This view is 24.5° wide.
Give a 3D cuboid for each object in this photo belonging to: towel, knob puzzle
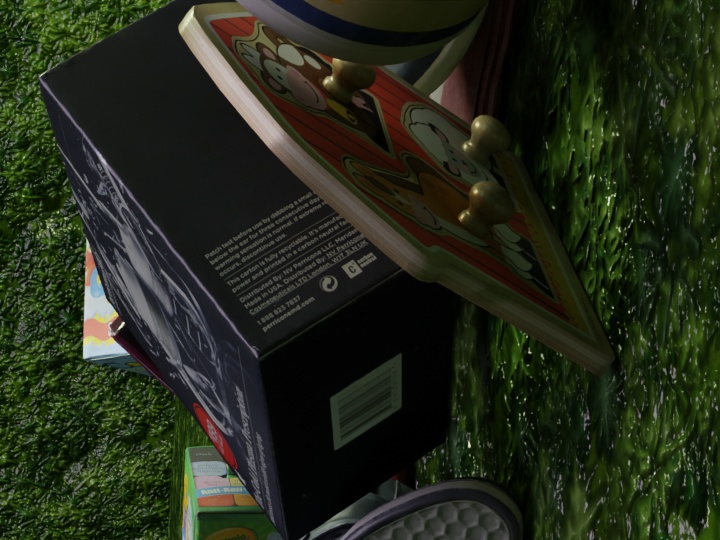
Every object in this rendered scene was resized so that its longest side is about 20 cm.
[{"bbox_3d":[0.028,-0.132,0.904,0.200,0.023,0.144,-126,36,-49],"label":"towel"},{"bbox_3d":[0.015,-0.059,0.691,0.030,0.219,0.220,-50,26,21],"label":"knob puzzle"}]

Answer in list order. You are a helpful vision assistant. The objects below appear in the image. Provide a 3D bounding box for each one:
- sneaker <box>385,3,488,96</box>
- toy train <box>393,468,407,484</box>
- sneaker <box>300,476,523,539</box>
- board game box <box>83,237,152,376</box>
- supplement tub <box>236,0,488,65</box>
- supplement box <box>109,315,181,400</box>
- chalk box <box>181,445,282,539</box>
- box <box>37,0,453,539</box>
[{"bbox_3d":[0.023,-0.179,0.783,0.075,0.084,0.201,39,119,55],"label":"sneaker"},{"bbox_3d":[-0.011,0.104,1.078,0.116,0.084,0.201,-85,3,-57],"label":"toy train"},{"bbox_3d":[0.022,0.140,0.872,0.202,0.077,0.146,-46,7,34],"label":"sneaker"},{"bbox_3d":[-0.098,0.026,1.202,0.200,0.105,0.103,22,-116,-59],"label":"board game box"},{"bbox_3d":[0.027,-0.190,0.630,0.200,0.144,0.145,-49,37,48],"label":"supplement tub"},{"bbox_3d":[-0.060,-0.007,1.035,0.200,0.086,0.110,-48,7,-7],"label":"supplement box"},{"bbox_3d":[-0.071,0.206,1.250,0.124,0.124,0.201,-118,30,-70],"label":"chalk box"},{"bbox_3d":[-0.050,0.001,0.793,0.182,0.104,0.200,50,162,27],"label":"box"}]
